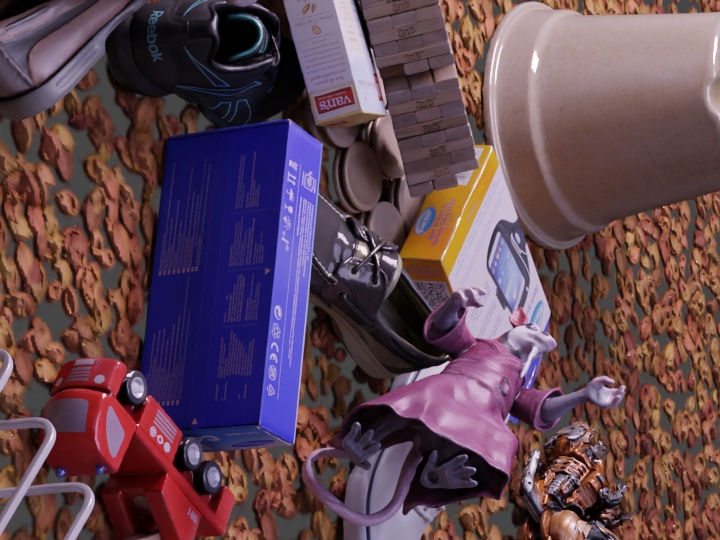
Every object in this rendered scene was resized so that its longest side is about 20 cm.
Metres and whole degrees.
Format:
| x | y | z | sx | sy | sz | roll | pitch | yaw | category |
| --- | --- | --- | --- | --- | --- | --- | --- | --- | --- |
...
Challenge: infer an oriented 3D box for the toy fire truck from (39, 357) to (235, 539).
| x | y | z | sx | sy | sz | roll | pitch | yaw | category |
| --- | --- | --- | --- | --- | --- | --- | --- | --- | --- |
| -0.133 | 0.162 | 1.594 | 0.200 | 0.049 | 0.141 | 54 | 42 | -39 | toy fire truck |

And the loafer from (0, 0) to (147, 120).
| x | y | z | sx | sy | sz | roll | pitch | yaw | category |
| --- | --- | --- | --- | --- | --- | --- | --- | --- | --- |
| -0.166 | -0.170 | 1.593 | 0.063 | 0.072 | 0.200 | 56 | 42 | -26 | loafer |

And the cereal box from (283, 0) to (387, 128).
| x | y | z | sx | sy | sz | roll | pitch | yaw | category |
| --- | --- | --- | --- | --- | --- | --- | --- | --- | --- |
| -0.030 | -0.194 | 1.783 | 0.144 | 0.039 | 0.200 | -15 | 91 | -83 | cereal box |

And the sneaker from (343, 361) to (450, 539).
| x | y | z | sx | sy | sz | roll | pitch | yaw | category |
| --- | --- | --- | --- | --- | --- | --- | --- | --- | --- |
| 0.043 | 0.139 | 1.868 | 0.073 | 0.071 | 0.200 | 53 | 42 | -40 | sneaker |

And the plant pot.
| x | y | z | sx | sy | sz | roll | pitch | yaw | category |
| --- | --- | --- | --- | --- | --- | --- | --- | --- | --- |
| 0.224 | -0.125 | 2.116 | 0.200 | 0.183 | 0.201 | 19 | 68 | -57 | plant pot |

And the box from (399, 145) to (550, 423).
| x | y | z | sx | sy | sz | roll | pitch | yaw | category |
| --- | --- | --- | --- | --- | --- | --- | --- | --- | --- |
| 0.088 | 0.020 | 1.977 | 0.200 | 0.041 | 0.119 | 70 | 34 | -42 | box |

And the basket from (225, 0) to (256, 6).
| x | y | z | sx | sy | sz | roll | pitch | yaw | category |
| --- | --- | --- | --- | --- | --- | --- | --- | --- | --- |
| -0.107 | -0.286 | 1.529 | 0.200 | 0.198 | 0.161 | 51 | 27 | 21 | basket |

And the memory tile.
| x | y | z | sx | sy | sz | roll | pitch | yaw | category |
| --- | --- | --- | --- | --- | --- | --- | --- | --- | --- |
| 0.026 | -0.069 | 1.937 | 0.153 | 0.017 | 0.200 | -51 | 127 | -50 | memory tile |

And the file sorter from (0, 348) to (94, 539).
| x | y | z | sx | sy | sz | roll | pitch | yaw | category |
| --- | --- | --- | --- | --- | --- | --- | --- | --- | --- |
| -0.225 | 0.122 | 1.376 | 0.200 | 0.124 | 0.139 | 62 | 36 | -30 | file sorter |

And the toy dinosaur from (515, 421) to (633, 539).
| x | y | z | sx | sy | sz | roll | pitch | yaw | category |
| --- | --- | --- | --- | --- | --- | --- | --- | --- | --- |
| 0.158 | 0.214 | 2.055 | 0.136 | 0.102 | 0.200 | 44 | 65 | -27 | toy dinosaur |

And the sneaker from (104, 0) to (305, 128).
| x | y | z | sx | sy | sz | roll | pitch | yaw | category |
| --- | --- | --- | --- | --- | --- | --- | --- | --- | --- |
| -0.079 | -0.133 | 1.716 | 0.200 | 0.079 | 0.075 | 2 | 81 | -61 | sneaker |

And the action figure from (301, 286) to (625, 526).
| x | y | z | sx | sy | sz | roll | pitch | yaw | category |
| --- | --- | --- | --- | --- | --- | --- | --- | --- | --- |
| 0.077 | 0.095 | 1.826 | 0.134 | 0.149 | 0.200 | 44 | 37 | 0 | action figure |

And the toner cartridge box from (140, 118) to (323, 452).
| x | y | z | sx | sy | sz | roll | pitch | yaw | category |
| --- | --- | --- | --- | --- | --- | --- | --- | --- | --- |
| -0.081 | 0.011 | 1.667 | 0.043 | 0.095 | 0.200 | 32 | 58 | -52 | toner cartridge box |

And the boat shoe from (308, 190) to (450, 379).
| x | y | z | sx | sy | sz | roll | pitch | yaw | category |
| --- | --- | --- | --- | --- | --- | --- | --- | --- | --- |
| 0.000 | 0.001 | 1.830 | 0.201 | 0.066 | 0.072 | 54 | 41 | -40 | boat shoe |

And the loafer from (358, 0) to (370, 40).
| x | y | z | sx | sy | sz | roll | pitch | yaw | category |
| --- | --- | --- | --- | --- | --- | --- | --- | --- | --- |
| 0.000 | -0.260 | 1.886 | 0.072 | 0.063 | 0.200 | -13 | 95 | -60 | loafer |

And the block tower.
| x | y | z | sx | sy | sz | roll | pitch | yaw | category |
| --- | --- | --- | --- | --- | --- | --- | --- | --- | --- |
| 0.036 | -0.149 | 1.848 | 0.058 | 0.054 | 0.200 | -102 | 178 | -51 | block tower |
